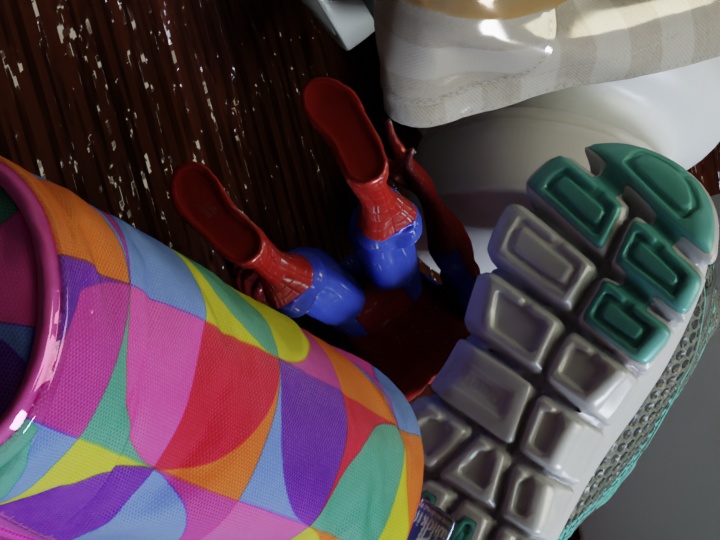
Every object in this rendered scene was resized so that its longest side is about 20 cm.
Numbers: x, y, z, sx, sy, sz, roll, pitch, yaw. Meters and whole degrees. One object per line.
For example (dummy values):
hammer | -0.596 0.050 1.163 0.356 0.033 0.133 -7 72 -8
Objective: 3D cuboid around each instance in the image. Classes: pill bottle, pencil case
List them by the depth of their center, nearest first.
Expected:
pencil case | -0.055 0.036 0.693 0.200 0.088 0.088 33 59 -56
pill bottle | 0.069 -0.095 0.912 0.111 0.111 0.200 46 48 -52

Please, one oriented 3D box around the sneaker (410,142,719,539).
sneaker | 0.043 0.062 0.820 0.200 0.078 0.091 -51 156 0

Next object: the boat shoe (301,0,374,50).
boat shoe | -0.019 -0.143 0.768 0.073 0.062 0.200 53 -6 40

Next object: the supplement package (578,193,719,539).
supplement package | 0.157 0.075 0.959 0.200 0.156 0.111 -96 163 -45

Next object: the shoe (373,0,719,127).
shoe | 0.081 -0.088 0.824 0.200 0.070 0.053 -19 125 -36

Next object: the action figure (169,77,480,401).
action figure | 0.000 0.000 0.817 0.052 0.065 0.200 52 -1 23
